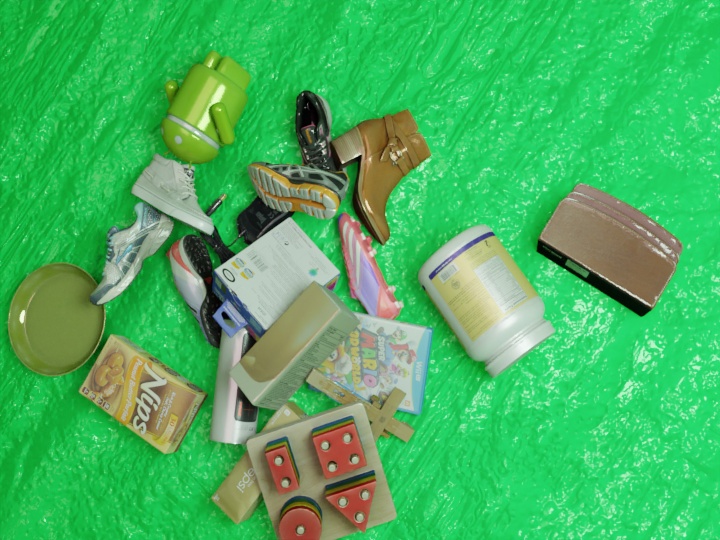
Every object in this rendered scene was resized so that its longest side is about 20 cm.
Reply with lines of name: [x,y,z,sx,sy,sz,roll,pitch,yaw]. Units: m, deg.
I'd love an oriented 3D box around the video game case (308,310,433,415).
video game case: [0.015,0.146,1.352,0.195,0.018,0.147,11,103,14]

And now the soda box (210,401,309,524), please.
soda box: [-0.157,0.316,1.363,0.064,0.068,0.202,37,91,13]

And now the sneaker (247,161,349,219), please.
sneaker: [-0.104,-0.144,1.366,0.197,0.079,0.078,21,54,27]

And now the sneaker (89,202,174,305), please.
sneaker: [-0.420,-0.032,1.451,0.086,0.077,0.202,40,82,-20]

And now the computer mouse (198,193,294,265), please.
computer mouse: [-0.191,-0.100,1.445,0.201,0.046,0.140,-49,62,2]

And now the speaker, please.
speaker: [-0.205,0.187,1.385,0.079,0.081,0.206,4,83,12]

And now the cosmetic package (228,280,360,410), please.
cosmetic package: [-0.102,0.120,1.296,0.200,0.105,0.071,-46,67,2]

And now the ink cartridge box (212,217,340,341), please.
ink cartridge box: [-0.151,0.026,1.354,0.199,0.077,0.137,-37,74,-28]

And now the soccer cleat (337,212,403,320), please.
soccer cleat: [0.000,0.000,1.377,0.075,0.067,0.203,-30,80,11]

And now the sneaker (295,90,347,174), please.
sneaker: [-0.080,-0.213,1.410,0.079,0.086,0.205,-18,80,10]

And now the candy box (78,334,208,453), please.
candy box: [-0.376,0.213,1.431,0.197,0.055,0.117,30,89,15]

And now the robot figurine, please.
robot figurine: [-0.273,-0.277,1.444,0.174,0.115,0.203,28,88,36]

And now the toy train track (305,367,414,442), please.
toy train track: [-0.001,0.214,1.331,0.198,0.033,0.116,32,99,-12]

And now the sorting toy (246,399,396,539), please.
sorting toy: [-0.060,0.336,1.293,0.195,0.070,0.203,-18,99,-1]

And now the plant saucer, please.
plant saucer: [-0.545,0.089,1.497,0.195,0.031,0.206,-2,82,13]

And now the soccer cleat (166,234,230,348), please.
soccer cleat: [-0.282,0.042,1.438,0.072,0.068,0.204,-23,85,37]

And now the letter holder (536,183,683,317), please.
letter holder: [0.394,-0.047,1.279,0.198,0.101,0.144,33,88,14]

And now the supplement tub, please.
supplement tub: [0.196,0.048,1.284,0.144,0.145,0.202,-36,77,5]

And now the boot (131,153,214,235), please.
boot: [-0.316,-0.141,1.446,0.197,0.073,0.097,28,86,27]

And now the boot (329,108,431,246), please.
boot: [0.051,-0.160,1.390,0.152,0.077,0.204,-24,88,-11]
